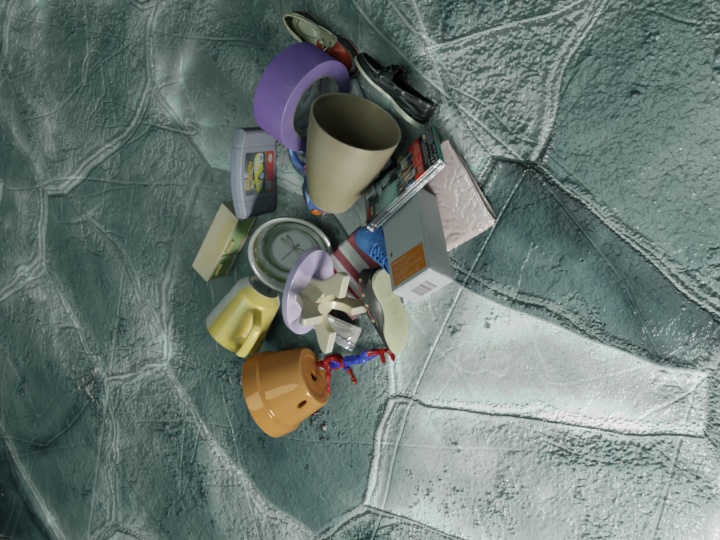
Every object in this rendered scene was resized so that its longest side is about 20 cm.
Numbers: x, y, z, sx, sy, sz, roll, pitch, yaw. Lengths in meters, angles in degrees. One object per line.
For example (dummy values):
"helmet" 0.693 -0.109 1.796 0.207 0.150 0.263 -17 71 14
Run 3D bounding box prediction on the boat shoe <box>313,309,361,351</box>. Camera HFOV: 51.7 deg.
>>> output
"boat shoe" -0.081 0.107 1.706 0.199 0.071 0.070 29 88 30

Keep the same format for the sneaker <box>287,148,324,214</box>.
"sneaker" -0.098 -0.228 1.638 0.078 0.075 0.202 -16 100 26

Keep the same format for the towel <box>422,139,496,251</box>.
"towel" 0.154 -0.133 1.504 0.199 0.032 0.193 -32 83 37

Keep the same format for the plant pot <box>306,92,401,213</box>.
"plant pot" -0.035 -0.220 1.508 0.187 0.187 0.201 40 134 20

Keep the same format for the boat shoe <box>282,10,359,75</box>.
"boat shoe" -0.081 -0.479 1.567 0.200 0.062 0.071 45 119 16

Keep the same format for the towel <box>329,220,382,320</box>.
"towel" 0.000 0.000 1.630 0.144 0.023 0.200 49 122 1

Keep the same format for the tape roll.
"tape roll" -0.117 -0.350 1.505 0.085 0.199 0.202 37 119 22

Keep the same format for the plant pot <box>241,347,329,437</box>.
"plant pot" -0.164 0.267 1.727 0.139 0.200 0.202 -24 87 19

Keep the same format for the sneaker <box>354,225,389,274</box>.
"sneaker" 0.061 -0.031 1.525 0.199 0.078 0.067 30 124 22

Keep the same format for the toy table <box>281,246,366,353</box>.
"toy table" -0.085 0.066 1.587 0.117 0.183 0.202 33 131 38

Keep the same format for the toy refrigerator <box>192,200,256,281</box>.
"toy refrigerator" -0.331 -0.070 1.821 0.070 0.076 0.201 43 120 18

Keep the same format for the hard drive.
"hard drive" -0.019 -0.285 1.591 0.131 0.025 0.202 -26 85 35

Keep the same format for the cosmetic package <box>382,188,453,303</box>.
"cosmetic package" 0.106 -0.052 1.434 0.101 0.071 0.202 -35 47 34

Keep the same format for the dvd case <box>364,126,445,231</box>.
"dvd case" 0.083 -0.182 1.471 0.022 0.147 0.200 37 116 -25

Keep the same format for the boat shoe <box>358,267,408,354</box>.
"boat shoe" 0.050 0.085 1.592 0.063 0.073 0.204 7 124 46

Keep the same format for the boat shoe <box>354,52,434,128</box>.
"boat shoe" 0.071 -0.375 1.481 0.200 0.074 0.066 51 121 13

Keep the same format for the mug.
"mug" -0.259 0.108 1.775 0.187 0.149 0.154 49 114 30

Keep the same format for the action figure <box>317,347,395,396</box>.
"action figure" -0.016 0.229 1.680 0.198 0.065 0.100 -9 84 35

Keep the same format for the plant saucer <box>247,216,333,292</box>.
"plant saucer" -0.156 -0.042 1.695 0.197 0.050 0.202 3 121 4

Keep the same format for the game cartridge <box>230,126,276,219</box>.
"game cartridge" -0.243 -0.223 1.691 0.040 0.133 0.203 10 107 32
